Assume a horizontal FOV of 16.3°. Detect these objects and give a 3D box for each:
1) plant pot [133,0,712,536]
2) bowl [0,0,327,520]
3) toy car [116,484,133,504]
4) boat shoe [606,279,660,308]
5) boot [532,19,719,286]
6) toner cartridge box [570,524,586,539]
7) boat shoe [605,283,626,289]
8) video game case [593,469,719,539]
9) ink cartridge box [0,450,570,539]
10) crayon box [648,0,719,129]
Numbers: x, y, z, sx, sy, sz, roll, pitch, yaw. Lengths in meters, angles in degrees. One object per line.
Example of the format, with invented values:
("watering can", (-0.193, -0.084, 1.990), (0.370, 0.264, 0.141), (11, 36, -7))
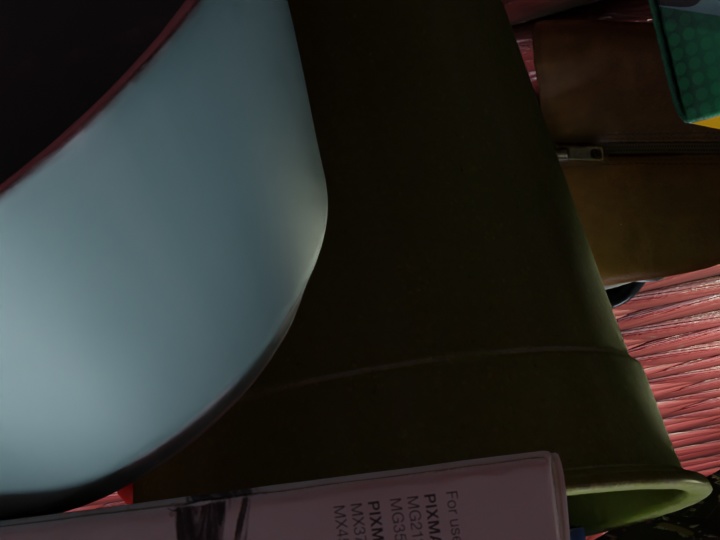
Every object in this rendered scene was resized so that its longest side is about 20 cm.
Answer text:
("plant pot", (0.000, 0.000, 0.840), (0.199, 0.191, 0.200), (-10, 168, -2))
("bowl", (-0.089, -0.012, 0.643), (0.200, 0.201, 0.105), (-16, 124, 28))
("toy car", (-0.054, 0.025, 1.013), (0.199, 0.151, 0.175), (-1, 165, -37))
("boat shoe", (0.122, -0.024, 1.133), (0.074, 0.066, 0.199), (-6, 168, -13))
("boot", (0.161, -0.004, 0.899), (0.199, 0.189, 0.068), (-5, -164, 21))
("toner cartridge box", (-0.023, 0.127, 0.850), (0.199, 0.043, 0.095), (-10, 170, -4))
("boat shoe", (0.095, -0.024, 1.038), (0.200, 0.074, 0.060), (-7, -141, 48))
("video game case", (0.206, 0.110, 0.890), (0.199, 0.036, 0.181), (14, -157, 39))
("ink cartridge box", (-0.047, 0.108, 0.660), (0.199, 0.084, 0.145), (-6, 168, -5))
("crayon box", (0.190, -0.089, 0.664), (0.199, 0.059, 0.119), (-19, 167, 34))
